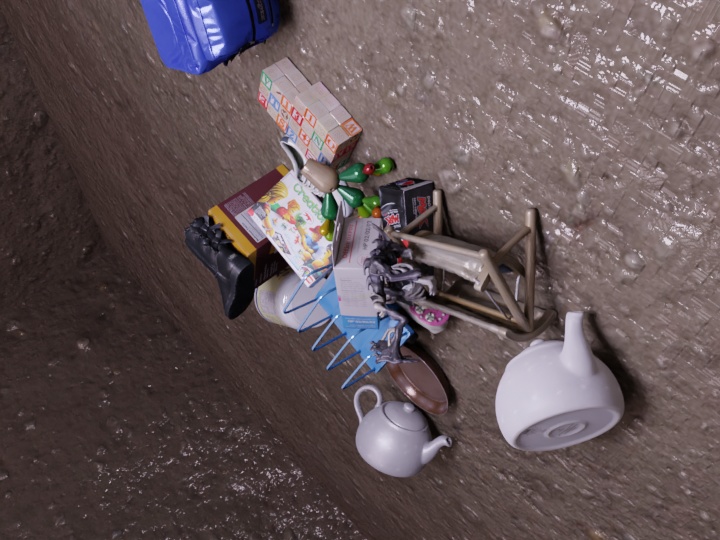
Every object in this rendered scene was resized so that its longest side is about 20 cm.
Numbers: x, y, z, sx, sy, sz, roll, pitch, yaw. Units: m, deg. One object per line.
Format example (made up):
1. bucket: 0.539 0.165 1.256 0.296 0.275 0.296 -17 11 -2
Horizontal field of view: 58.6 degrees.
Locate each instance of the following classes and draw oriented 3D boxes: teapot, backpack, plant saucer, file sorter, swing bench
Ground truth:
1. teapot: 0.089 0.380 1.535 0.198 0.199 0.147 -113 40 -66
2. backpack: -0.217 -0.414 1.018 0.167 0.200 0.163 23 139 31
3. plant saucer: 0.129 0.232 1.428 0.200 0.034 0.201 39 150 28
4. file sorter: -0.031 0.099 1.203 0.200 0.122 0.139 50 132 15
5. swing bench: 0.167 0.005 0.973 0.198 0.130 0.201 19 137 47
6. teapot: 0.286 0.175 0.969 0.197 0.199 0.147 37 -147 -47

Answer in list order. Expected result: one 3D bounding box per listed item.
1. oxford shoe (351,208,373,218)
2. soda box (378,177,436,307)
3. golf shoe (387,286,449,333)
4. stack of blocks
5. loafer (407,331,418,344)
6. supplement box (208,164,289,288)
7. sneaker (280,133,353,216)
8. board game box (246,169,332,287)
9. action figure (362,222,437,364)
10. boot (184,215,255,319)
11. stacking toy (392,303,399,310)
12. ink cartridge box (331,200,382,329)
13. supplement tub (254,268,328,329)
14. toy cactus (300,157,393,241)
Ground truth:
1. oxford shoe: 0.045 -0.043 1.179 0.200 0.074 0.071 42 152 23
2. soda box: 0.083 -0.047 1.063 0.063 0.070 0.201 18 123 49
3. golf shoe: 0.090 0.046 1.221 0.200 0.075 0.092 48 169 27
4. stack of blocks: -0.094 -0.278 1.138 0.200 0.058 0.115 50 154 7
5. loafer: 0.047 0.129 1.371 0.073 0.073 0.200 35 171 -33
6. supplement box: -0.213 -0.086 1.412 0.133 0.200 0.198 46 153 14
7. sneaker: -0.088 -0.180 1.234 0.201 0.071 0.073 58 154 -12
8. board game box: -0.116 -0.082 1.269 0.200 0.126 0.035 50 -173 8
9. action figure: 0.055 0.031 0.932 0.119 0.101 0.202 109 159 -86
10. boot: -0.296 -0.007 1.334 0.162 0.073 0.199 40 144 17
11. stacking toy: 0.000 0.000 1.304 0.109 0.116 0.201 6 114 58
12. ink cartridge box: 0.000 -0.007 1.065 0.067 0.116 0.201 2 139 8
13. supplement tub: -0.162 0.068 1.580 0.199 0.145 0.146 4 127 57
14. toy cactus: -0.031 -0.129 1.109 0.164 0.103 0.200 32 135 -12
